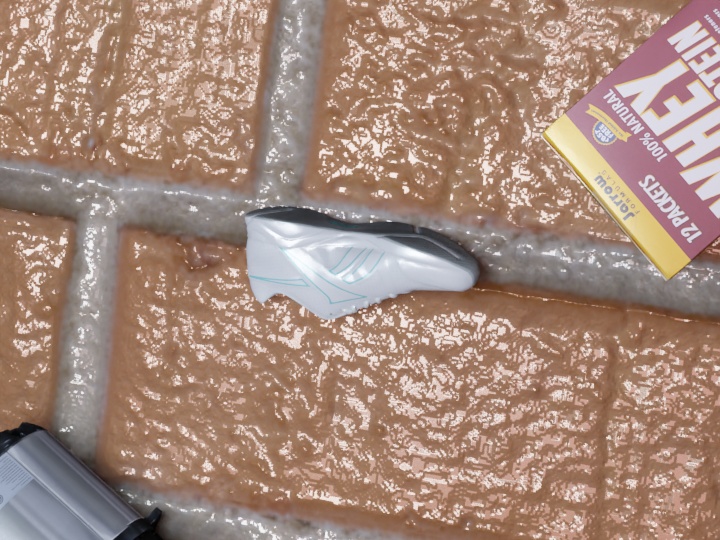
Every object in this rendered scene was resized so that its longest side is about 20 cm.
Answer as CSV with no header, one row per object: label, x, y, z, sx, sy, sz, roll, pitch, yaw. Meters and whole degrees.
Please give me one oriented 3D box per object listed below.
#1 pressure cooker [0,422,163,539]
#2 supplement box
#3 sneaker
pressure cooker,-0.258,0.248,1.144,0.200,0.179,0.176,39,93,8
supplement box,0.250,-0.111,1.023,0.197,0.200,0.133,-42,86,10
sneaker,0.000,0.000,1.147,0.198,0.070,0.081,9,104,16
